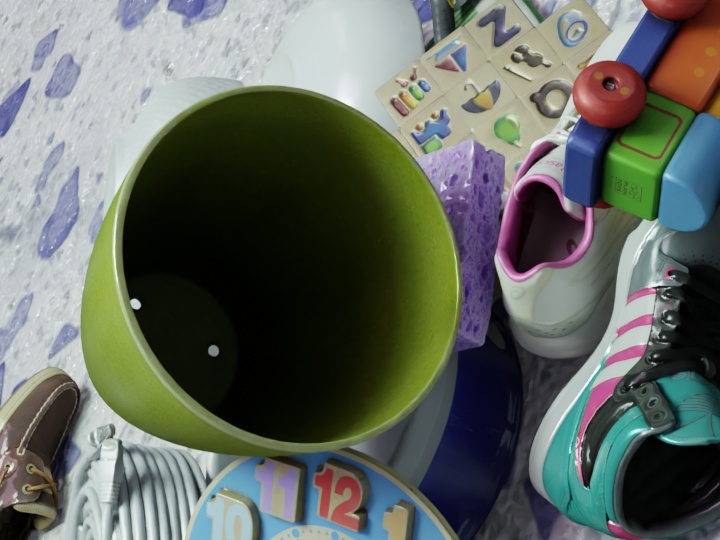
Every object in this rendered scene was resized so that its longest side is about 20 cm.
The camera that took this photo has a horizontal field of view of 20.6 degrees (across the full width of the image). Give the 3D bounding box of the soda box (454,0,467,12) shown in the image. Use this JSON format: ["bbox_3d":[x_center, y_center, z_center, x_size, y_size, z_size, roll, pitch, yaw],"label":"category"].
[{"bbox_3d":[0.110,-0.256,1.261,0.200,0.063,0.071,-40,12,30],"label":"soda box"}]

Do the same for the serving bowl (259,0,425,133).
[{"bbox_3d":[-0.029,-0.092,1.287,0.200,0.066,0.200,-168,90,-69],"label":"serving bowl"}]

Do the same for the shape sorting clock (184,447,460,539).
[{"bbox_3d":[-0.017,0.188,1.066,0.200,0.039,0.200,6,101,32],"label":"shape sorting clock"}]

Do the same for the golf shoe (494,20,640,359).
[{"bbox_3d":[0.125,-0.055,1.058,0.075,0.092,0.200,9,69,28],"label":"golf shoe"}]

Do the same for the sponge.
[{"bbox_3d":[0.000,0.000,1.127,0.200,0.030,0.112,-13,63,48],"label":"sponge"}]

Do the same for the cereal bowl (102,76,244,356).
[{"bbox_3d":[-0.132,-0.037,1.363,0.200,0.083,0.200,-175,90,-79],"label":"cereal bowl"}]

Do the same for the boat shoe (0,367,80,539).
[{"bbox_3d":[-0.254,0.170,1.486,0.072,0.072,0.200,20,71,27],"label":"boat shoe"}]

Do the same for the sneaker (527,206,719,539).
[{"bbox_3d":[0.161,0.050,0.972,0.200,0.084,0.121,-65,27,10],"label":"sneaker"}]

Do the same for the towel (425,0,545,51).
[{"bbox_3d":[0.053,-0.087,1.277,0.200,0.023,0.153,-52,33,19],"label":"towel"}]

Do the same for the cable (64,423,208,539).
[{"bbox_3d":[-0.139,0.205,1.223,0.200,0.069,0.200,134,133,-66],"label":"cable"}]

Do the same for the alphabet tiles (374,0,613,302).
[{"bbox_3d":[0.094,-0.066,1.135,0.166,0.006,0.200,-36,57,4],"label":"alphabet tiles"}]

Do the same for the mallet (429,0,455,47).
[{"bbox_3d":[0.061,-0.084,1.205,0.041,0.066,0.200,-14,59,25],"label":"mallet"}]

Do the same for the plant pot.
[{"bbox_3d":[-0.075,0.022,1.059,0.200,0.187,0.187,-30,43,60],"label":"plant pot"}]

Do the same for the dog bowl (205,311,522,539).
[{"bbox_3d":[0.000,0.092,1.170,0.200,0.079,0.200,-33,43,37],"label":"dog bowl"}]

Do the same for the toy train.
[{"bbox_3d":[0.187,-0.101,0.954,0.116,0.085,0.200,25,63,17],"label":"toy train"}]
